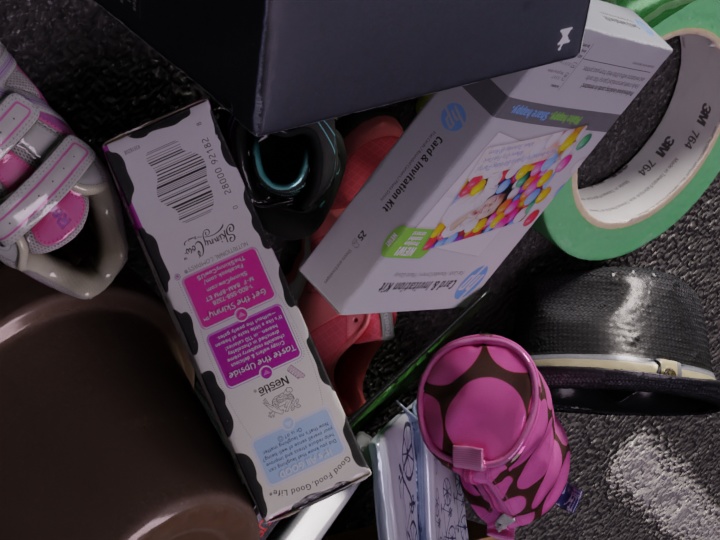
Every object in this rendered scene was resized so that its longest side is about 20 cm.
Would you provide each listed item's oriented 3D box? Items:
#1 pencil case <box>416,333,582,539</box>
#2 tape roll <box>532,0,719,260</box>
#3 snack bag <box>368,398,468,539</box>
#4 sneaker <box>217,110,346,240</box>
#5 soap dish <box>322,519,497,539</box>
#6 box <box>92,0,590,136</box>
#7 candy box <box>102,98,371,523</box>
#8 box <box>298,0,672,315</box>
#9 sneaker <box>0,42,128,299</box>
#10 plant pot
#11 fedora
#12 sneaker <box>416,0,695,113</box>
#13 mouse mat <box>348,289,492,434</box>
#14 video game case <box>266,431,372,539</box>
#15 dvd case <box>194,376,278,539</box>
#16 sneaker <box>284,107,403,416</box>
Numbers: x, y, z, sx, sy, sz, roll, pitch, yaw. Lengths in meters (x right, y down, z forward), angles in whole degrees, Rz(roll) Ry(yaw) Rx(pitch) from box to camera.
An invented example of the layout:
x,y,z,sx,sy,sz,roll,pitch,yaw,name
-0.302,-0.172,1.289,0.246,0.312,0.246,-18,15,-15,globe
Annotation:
x,y,z,sx,sy,sz,roll,pitch,yaw,name
0.087,0.109,1.170,0.200,0.090,0.094,54,55,-67,pencil case
0.182,-0.104,1.241,0.199,0.048,0.202,-26,135,-29,tape roll
0.043,0.175,1.195,0.200,0.021,0.191,-22,107,-75,snack bag
-0.047,-0.062,0.989,0.075,0.080,0.201,2,152,3,sneaker
0.001,0.258,1.328,0.199,0.081,0.159,-6,125,-42,soap dish
-0.018,-0.176,0.864,0.199,0.198,0.124,-18,132,-35,box
-0.065,0.024,0.947,0.061,0.202,0.136,-24,177,-6,candy box
0.071,-0.063,1.017,0.200,0.041,0.155,-51,158,20,box
-0.171,-0.055,0.901,0.081,0.088,0.200,-48,142,-3,sneaker
-0.144,0.117,0.999,0.199,0.174,0.202,-26,136,-29,plant pot
0.176,0.049,1.305,0.200,0.199,0.093,16,73,-49,fedora
0.130,-0.126,1.123,0.199,0.084,0.074,-32,-176,-3,sneaker
0.004,0.091,1.160,0.161,0.008,0.200,-42,173,-24,mouse mat
-0.077,0.207,1.134,0.182,0.023,0.200,-51,180,43,video game case
-0.104,0.146,1.087,0.022,0.146,0.201,31,96,-32,dvd case
0.000,0.000,1.114,0.073,0.087,0.202,-9,126,-41,sneaker
